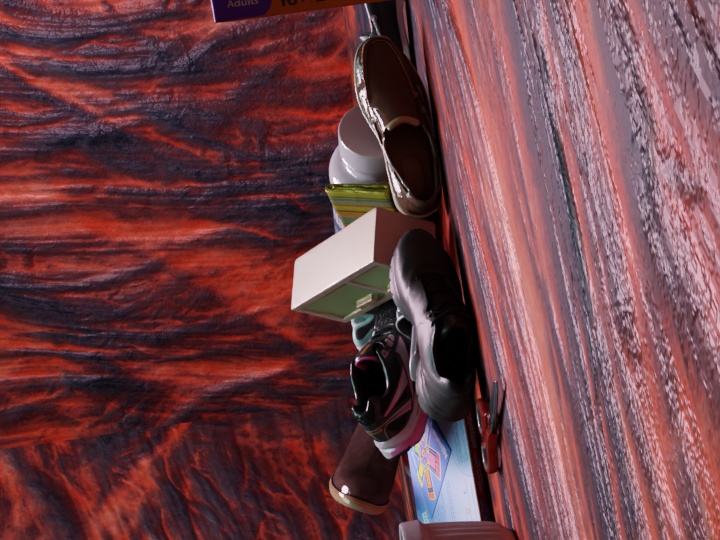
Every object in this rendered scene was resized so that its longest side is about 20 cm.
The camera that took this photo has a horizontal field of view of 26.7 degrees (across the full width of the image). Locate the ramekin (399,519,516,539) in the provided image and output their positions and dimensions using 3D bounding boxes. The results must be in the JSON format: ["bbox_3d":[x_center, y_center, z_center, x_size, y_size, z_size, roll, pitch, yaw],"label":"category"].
[{"bbox_3d":[0.100,0.326,1.399,0.200,0.104,0.202,173,90,-88],"label":"ramekin"}]

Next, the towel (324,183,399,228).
[{"bbox_3d":[0.031,-0.027,1.740,0.018,0.085,0.201,-61,-39,-32],"label":"towel"}]

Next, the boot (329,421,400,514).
[{"bbox_3d":[0.024,0.176,1.733,0.200,0.072,0.168,-62,-9,-78],"label":"boot"}]

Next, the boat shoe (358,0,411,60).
[{"bbox_3d":[0.027,-0.281,1.797,0.076,0.060,0.202,-107,9,-79],"label":"boat shoe"}]

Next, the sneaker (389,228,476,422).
[{"bbox_3d":[0.083,0.046,1.526,0.091,0.075,0.202,112,145,-67],"label":"sneaker"}]

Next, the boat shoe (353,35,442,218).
[{"bbox_3d":[0.047,-0.159,1.625,0.075,0.074,0.204,129,121,-84],"label":"boat shoe"}]

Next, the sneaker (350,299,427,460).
[{"bbox_3d":[0.031,0.100,1.663,0.086,0.080,0.201,42,-148,-35],"label":"sneaker"}]

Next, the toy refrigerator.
[{"bbox_3d":[0.000,0.000,1.692,0.200,0.075,0.071,-31,51,56],"label":"toy refrigerator"}]

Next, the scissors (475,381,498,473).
[{"bbox_3d":[0.123,0.146,1.394,0.200,0.014,0.074,96,169,-79],"label":"scissors"}]

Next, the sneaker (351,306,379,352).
[{"bbox_3d":[0.034,0.115,1.926,0.140,0.077,0.202,68,-161,-74],"label":"sneaker"}]

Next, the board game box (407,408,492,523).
[{"bbox_3d":[0.095,0.232,1.628,0.103,0.019,0.202,-30,61,46],"label":"board game box"}]

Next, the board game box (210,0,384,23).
[{"bbox_3d":[-0.033,-0.334,1.159,0.201,0.198,0.201,-101,4,-54],"label":"board game box"}]

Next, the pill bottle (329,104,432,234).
[{"bbox_3d":[0.023,-0.096,1.770,0.201,0.118,0.120,84,177,-50],"label":"pill bottle"}]

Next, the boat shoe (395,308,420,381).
[{"bbox_3d":[0.072,0.053,1.650,0.201,0.068,0.072,-95,-2,-49],"label":"boat shoe"}]

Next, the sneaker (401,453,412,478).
[{"bbox_3d":[0.091,0.208,1.758,0.201,0.075,0.106,-107,11,-62],"label":"sneaker"}]
